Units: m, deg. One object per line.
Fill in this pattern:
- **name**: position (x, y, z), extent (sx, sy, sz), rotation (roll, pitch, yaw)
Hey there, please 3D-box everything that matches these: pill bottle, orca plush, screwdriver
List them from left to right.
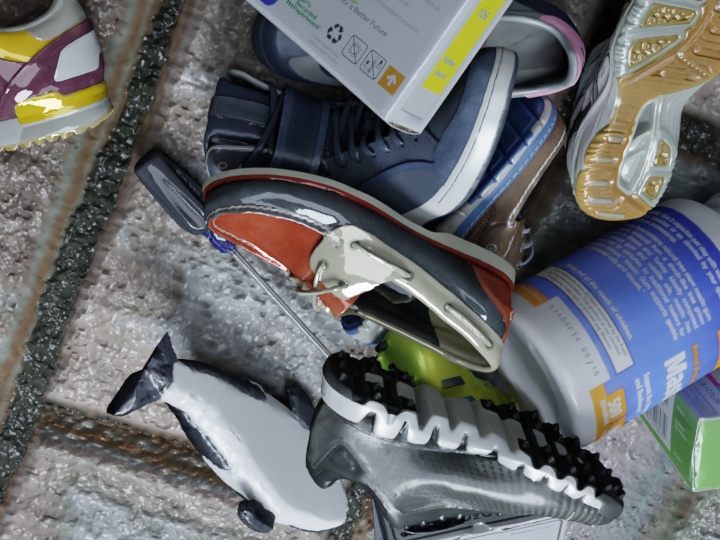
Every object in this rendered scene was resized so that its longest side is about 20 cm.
- **orca plush**: position (-0.094, 0.120, 0.850), extent (0.071, 0.105, 0.200), rotation (-14, 150, 37)
- **screwdriver**: position (-0.073, -0.003, 0.831), extent (0.028, 0.029, 0.200), rotation (-39, 118, 6)
- **pill bottle**: position (0.190, 0.022, 0.830), extent (0.200, 0.112, 0.112), rotation (-28, 116, -13)

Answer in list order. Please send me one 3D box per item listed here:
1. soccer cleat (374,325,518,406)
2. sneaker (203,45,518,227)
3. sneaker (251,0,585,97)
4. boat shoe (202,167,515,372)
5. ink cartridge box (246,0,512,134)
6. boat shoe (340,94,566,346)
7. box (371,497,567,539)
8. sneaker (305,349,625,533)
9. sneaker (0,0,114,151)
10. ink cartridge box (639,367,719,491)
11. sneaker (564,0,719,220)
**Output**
- **soccer cleat**: position (0.063, 0.090, 0.850), extent (0.084, 0.065, 0.200), rotation (-30, 139, -8)
- **sneaker**: position (-0.009, -0.082, 0.733), extent (0.146, 0.077, 0.202), rotation (22, 150, -15)
- **sneaker**: position (0.037, -0.136, 0.760), extent (0.200, 0.082, 0.070), rotation (-3, 114, -9)
- **boat shoe**: position (0.000, 0.000, 0.733), extent (0.200, 0.071, 0.063), rotation (21, 65, -20)
- **ink cartridge box**: position (0.016, -0.209, 0.676), extent (0.200, 0.198, 0.047), rotation (-53, 150, 13)
- **boat shoe**: position (0.071, -0.025, 0.827), extent (0.072, 0.072, 0.200), rotation (29, 115, -25)
- **box**: position (0.071, 0.192, 0.869), extent (0.117, 0.060, 0.200), rotation (-12, 145, -4)
- **sneaker**: position (0.056, 0.120, 0.761), extent (0.200, 0.066, 0.091), rotation (21, 112, -10)
- **sneaker**: position (-0.247, -0.106, 0.733), extent (0.200, 0.075, 0.090), rotation (-16, 107, -11)
- **ink cartridge box**: position (0.306, 0.091, 0.895), extent (0.200, 0.104, 0.059), rotation (-6, 114, -8)
- **sneaker**: position (0.169, -0.131, 0.773), extent (0.076, 0.088, 0.200), rotation (12, 124, -16)
